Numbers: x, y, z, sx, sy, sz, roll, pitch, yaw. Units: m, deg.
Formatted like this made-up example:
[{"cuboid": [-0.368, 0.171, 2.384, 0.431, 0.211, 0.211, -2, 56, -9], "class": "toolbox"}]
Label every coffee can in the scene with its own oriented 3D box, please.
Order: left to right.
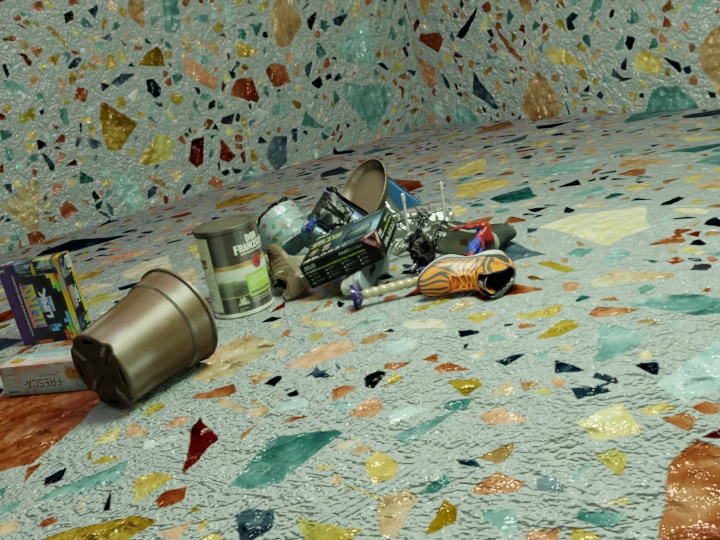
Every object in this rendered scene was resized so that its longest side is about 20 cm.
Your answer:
[{"cuboid": [-0.286, -0.012, 1.687, 0.144, 0.203, 0.147, -11, 17, 3], "class": "coffee can"}]

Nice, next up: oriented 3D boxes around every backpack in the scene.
[{"cuboid": [-0.202, -0.104, 1.964, 0.167, 0.127, 0.200, -43, -9, -19], "class": "backpack"}, {"cuboid": [-0.033, -0.086, 1.833, 0.136, 0.198, 0.183, -58, -2, -15], "class": "backpack"}]

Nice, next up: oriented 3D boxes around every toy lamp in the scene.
[{"cuboid": [0.078, 0.033, 1.544, 0.197, 0.059, 0.058, -13, 16, 0], "class": "toy lamp"}]

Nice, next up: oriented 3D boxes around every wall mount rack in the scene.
[{"cuboid": [0.146, -0.121, 1.831, 0.198, 0.175, 0.075, -20, 61, -27], "class": "wall mount rack"}]

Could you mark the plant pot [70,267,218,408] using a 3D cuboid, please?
[{"cuboid": [-0.396, 0.130, 1.342, 0.198, 0.203, 0.198, 0, 27, 36], "class": "plant pot"}]

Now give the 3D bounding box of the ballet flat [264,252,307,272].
[{"cuboid": [-0.161, -0.011, 1.849, 0.198, 0.071, 0.069, 1, 20, 36], "class": "ballet flat"}]

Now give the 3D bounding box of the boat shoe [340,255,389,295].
[{"cuboid": [0.002, 0.005, 1.685, 0.085, 0.075, 0.202, -18, 20, 27], "class": "boat shoe"}]

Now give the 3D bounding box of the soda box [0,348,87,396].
[{"cuboid": [-0.603, 0.198, 1.461, 0.197, 0.065, 0.068, -6, 17, 16], "class": "soda box"}]

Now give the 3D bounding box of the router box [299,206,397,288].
[{"cuboid": [-0.026, -0.052, 1.655, 0.198, 0.063, 0.150, -22, 21, 23], "class": "router box"}]

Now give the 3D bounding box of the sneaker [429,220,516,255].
[{"cuboid": [0.268, -0.081, 1.779, 0.198, 0.076, 0.106, 15, 25, 39], "class": "sneaker"}]

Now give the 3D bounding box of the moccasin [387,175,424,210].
[{"cuboid": [0.125, -0.194, 2.044, 0.080, 0.200, 0.068, -41, 1, 22], "class": "moccasin"}]

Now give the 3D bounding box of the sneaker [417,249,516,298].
[{"cuboid": [0.212, 0.015, 1.469, 0.197, 0.079, 0.112, -17, 21, 0], "class": "sneaker"}]

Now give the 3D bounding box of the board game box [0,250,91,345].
[{"cuboid": [-0.741, 0.066, 1.752, 0.163, 0.203, 0.057, -9, 17, 11], "class": "board game box"}]

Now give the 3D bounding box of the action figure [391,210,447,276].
[{"cuboid": [0.128, -0.042, 1.617, 0.118, 0.201, 0.102, 39, 63, 15], "class": "action figure"}]

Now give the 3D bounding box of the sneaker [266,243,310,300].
[{"cuboid": [-0.190, 0.002, 1.751, 0.075, 0.071, 0.200, -37, 37, -11], "class": "sneaker"}]

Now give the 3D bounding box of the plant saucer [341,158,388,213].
[{"cuboid": [0.014, -0.196, 1.964, 0.034, 0.203, 0.199, 21, -3, -33], "class": "plant saucer"}]

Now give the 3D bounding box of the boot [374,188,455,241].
[{"cuboid": [0.144, -0.162, 1.971, 0.197, 0.185, 0.073, -16, -10, 10], "class": "boot"}]

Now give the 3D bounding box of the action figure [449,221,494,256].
[{"cuboid": [0.233, -0.047, 1.628, 0.098, 0.066, 0.200, -12, 27, 35], "class": "action figure"}]
